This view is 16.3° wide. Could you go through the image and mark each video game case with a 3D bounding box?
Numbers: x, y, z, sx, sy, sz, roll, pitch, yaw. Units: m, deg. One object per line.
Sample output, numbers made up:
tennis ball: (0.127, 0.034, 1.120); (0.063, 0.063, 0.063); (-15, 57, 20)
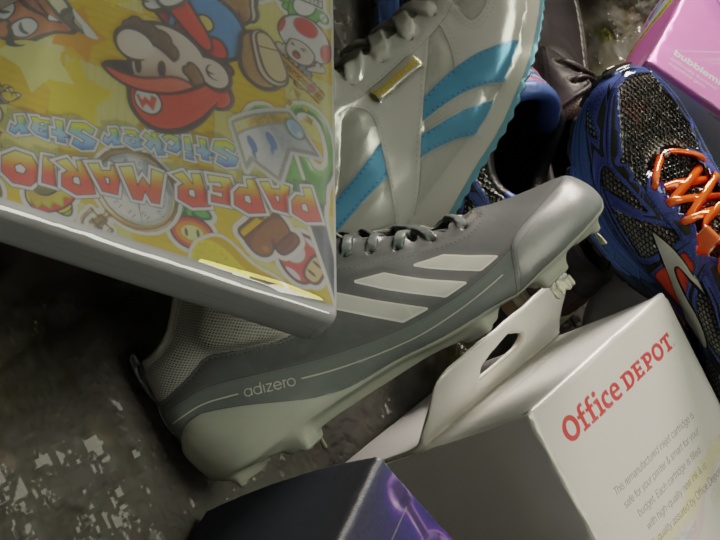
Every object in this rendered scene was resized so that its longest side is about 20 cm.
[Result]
video game case: (-0.097, -0.081, 0.948); (0.199, 0.023, 0.183); (19, 52, -27)

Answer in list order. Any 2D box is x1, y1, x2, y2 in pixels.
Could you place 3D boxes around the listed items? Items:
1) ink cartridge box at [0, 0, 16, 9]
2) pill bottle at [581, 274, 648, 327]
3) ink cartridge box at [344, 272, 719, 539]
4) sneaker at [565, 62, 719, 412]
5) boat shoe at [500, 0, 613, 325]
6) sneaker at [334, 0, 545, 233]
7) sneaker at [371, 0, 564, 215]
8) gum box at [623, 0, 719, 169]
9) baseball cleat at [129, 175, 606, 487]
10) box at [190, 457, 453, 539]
ink cartridge box: (-0.190, -0.140, 0.843); (0.147, 0.086, 0.200); (50, 47, 2)
pill bottle: (0.173, 0.015, 1.242); (0.110, 0.109, 0.200); (52, 42, -19)
ink cartridge box: (0.090, 0.115, 1.090); (0.128, 0.125, 0.201); (-34, 99, -50)
sneaker: (0.162, -0.004, 1.111); (0.075, 0.078, 0.201); (-31, 93, -32)
boat shoe: (0.100, -0.068, 1.232); (0.072, 0.065, 0.201); (27, 53, -36)
sneaker: (0.013, -0.071, 1.077); (0.081, 0.076, 0.201); (29, 80, -18)
sneaker: (0.059, -0.083, 1.169); (0.075, 0.078, 0.201); (14, 63, -44)
gum box: (0.219, -0.057, 1.201); (0.200, 0.066, 0.114); (34, 46, -3)
baseball cleat: (0.000, 0.000, 1.014); (0.200, 0.070, 0.107); (-35, 96, -8)
box: (0.006, 0.198, 0.973); (0.200, 0.104, 0.148); (48, 44, -23)
